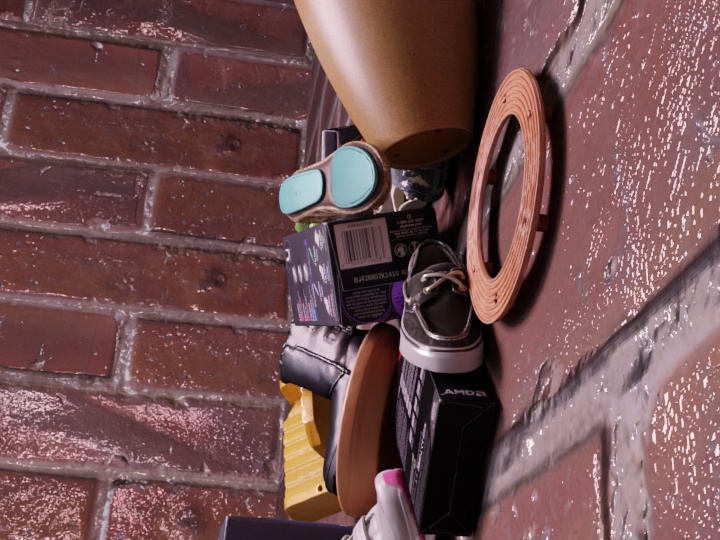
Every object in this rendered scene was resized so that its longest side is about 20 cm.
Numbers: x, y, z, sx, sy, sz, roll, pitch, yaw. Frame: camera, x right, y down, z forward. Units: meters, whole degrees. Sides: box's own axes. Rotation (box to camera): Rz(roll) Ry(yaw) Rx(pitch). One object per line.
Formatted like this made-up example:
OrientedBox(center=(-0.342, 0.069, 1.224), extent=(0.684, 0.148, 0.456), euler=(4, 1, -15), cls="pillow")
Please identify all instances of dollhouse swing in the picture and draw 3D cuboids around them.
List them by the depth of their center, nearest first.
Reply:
OrientedBox(center=(-0.082, 0.204, 1.375), extent=(0.181, 0.176, 0.201), euler=(-27, 50, 28), cls="dollhouse swing")

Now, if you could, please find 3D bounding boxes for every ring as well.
OrientedBox(center=(0.117, -0.057, 0.814), extent=(0.200, 0.019, 0.202), euler=(-174, 90, -83), cls="ring")

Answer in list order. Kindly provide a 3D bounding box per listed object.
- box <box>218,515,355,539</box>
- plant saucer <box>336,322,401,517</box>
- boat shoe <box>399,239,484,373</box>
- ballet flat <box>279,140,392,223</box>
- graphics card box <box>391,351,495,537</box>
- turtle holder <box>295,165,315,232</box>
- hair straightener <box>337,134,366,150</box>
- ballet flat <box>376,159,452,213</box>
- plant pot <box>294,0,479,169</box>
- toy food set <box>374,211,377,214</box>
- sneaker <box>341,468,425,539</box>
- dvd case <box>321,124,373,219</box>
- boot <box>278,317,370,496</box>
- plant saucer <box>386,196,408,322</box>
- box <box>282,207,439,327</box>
OrientedBox(center=(-0.074, 0.364, 1.222), extent=(0.200, 0.197, 0.124), euler=(119, 156, -70), cls="box")
OrientedBox(center=(0.022, 0.155, 1.062), extent=(0.200, 0.037, 0.202), euler=(7, -90, -74), cls="plant saucer")
OrientedBox(center=(0.066, 0.027, 0.904), extent=(0.200, 0.070, 0.064), euler=(-99, 10, -69), cls="boat shoe")
OrientedBox(center=(-0.010, -0.084, 1.003), extent=(0.200, 0.065, 0.071), euler=(-2, 86, 60), cls="ballet flat")
OrientedBox(center=(0.067, 0.127, 0.910), extent=(0.200, 0.050, 0.126), euler=(-103, 20, -71), cls="graphics card box")
OrientedBox(center=(-0.036, -0.064, 1.551), extent=(0.186, 0.131, 0.141), euler=(-92, 13, -46), cls="turtle holder")
OrientedBox(center=(0.029, -0.152, 1.117), extent=(0.041, 0.077, 0.200), euler=(60, -139, -16), cls="hair straightener")
OrientedBox(center=(0.036, -0.095, 1.145), extent=(0.200, 0.074, 0.075), euler=(179, 97, -70), cls="ballet flat")
OrientedBox(center=(0.043, -0.209, 1.007), extent=(0.186, 0.185, 0.201), euler=(116, 141, -69), cls="plant pot")
OrientedBox(center=(0.007, -0.114, 1.417), extent=(0.144, 0.060, 0.201), euler=(-62, -18, -73), cls="toy food set")
OrientedBox(center=(0.015, 0.274, 0.957), extent=(0.081, 0.088, 0.201), euler=(-99, 9, -65), cls="sneaker")
OrientedBox(center=(-0.013, -0.076, 1.270), extent=(0.150, 0.025, 0.201), euler=(-31, -56, -70), cls="dvd case")
OrientedBox(center=(-0.036, 0.143, 1.215), extent=(0.162, 0.073, 0.199), euler=(23, 93, 40), cls="boot")
OrientedBox(center=(0.047, -0.032, 1.271), extent=(0.200, 0.032, 0.202), euler=(-173, 90, -83), cls="plant saucer")
OrientedBox(center=(0.000, 0.000, 1.093), extent=(0.200, 0.121, 0.107), euler=(170, 92, -73), cls="box")
